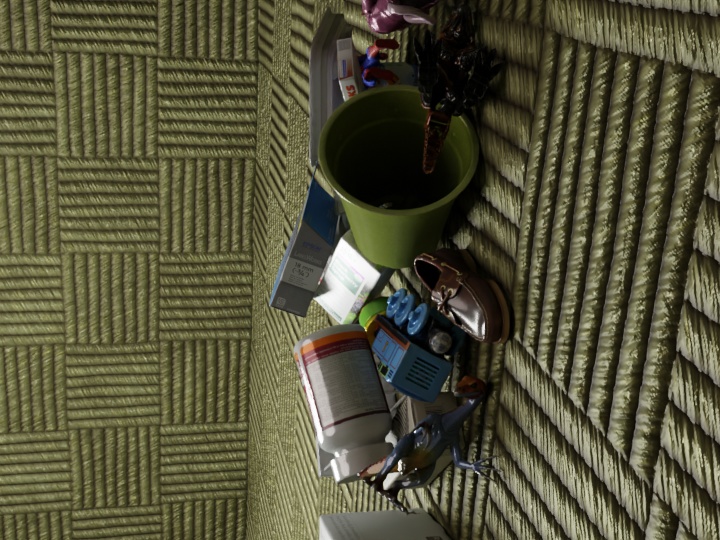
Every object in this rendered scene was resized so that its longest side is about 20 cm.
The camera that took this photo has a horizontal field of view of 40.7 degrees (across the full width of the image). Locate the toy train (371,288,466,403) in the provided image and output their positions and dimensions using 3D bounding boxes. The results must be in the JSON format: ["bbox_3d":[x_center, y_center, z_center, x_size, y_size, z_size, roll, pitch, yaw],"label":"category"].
[{"bbox_3d":[0.067,0.096,1.293,0.115,0.086,0.200,-60,16,1],"label":"toy train"}]

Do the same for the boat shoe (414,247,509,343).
[{"bbox_3d":[0.118,0.031,1.171,0.200,0.069,0.071,-123,36,-64],"label":"boat shoe"}]

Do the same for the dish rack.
[{"bbox_3d":[-0.042,-0.271,1.443,0.172,0.043,0.202,-75,-11,-52],"label":"dish rack"}]

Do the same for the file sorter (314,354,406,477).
[{"bbox_3d":[0.005,0.209,1.523,0.125,0.137,0.202,124,143,-64],"label":"file sorter"}]

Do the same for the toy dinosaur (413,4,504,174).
[{"bbox_3d":[0.110,-0.220,1.160,0.136,0.101,0.203,115,148,-83],"label":"toy dinosaur"}]

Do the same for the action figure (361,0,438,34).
[{"bbox_3d":[0.059,-0.343,1.249,0.200,0.133,0.151,-24,56,62],"label":"action figure"}]

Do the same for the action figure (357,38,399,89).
[{"bbox_3d":[0.013,-0.280,1.377,0.200,0.051,0.066,-172,88,-75],"label":"action figure"}]

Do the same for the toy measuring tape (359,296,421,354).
[{"bbox_3d":[0.002,0.093,1.437,0.074,0.199,0.074,58,-173,-11],"label":"toy measuring tape"}]

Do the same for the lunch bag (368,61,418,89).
[{"bbox_3d":[0.043,-0.213,1.469,0.160,0.075,0.203,-151,61,-72],"label":"lunch bag"}]

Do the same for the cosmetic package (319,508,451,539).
[{"bbox_3d":[0.035,0.456,1.346,0.165,0.163,0.203,-160,70,-75],"label":"cosmetic package"}]

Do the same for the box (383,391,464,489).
[{"bbox_3d":[0.080,0.240,1.347,0.201,0.067,0.083,113,151,-59],"label":"box"}]

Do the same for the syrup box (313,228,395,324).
[{"bbox_3d":[0.000,0.000,1.440,0.079,0.081,0.200,42,151,7],"label":"syrup box"}]

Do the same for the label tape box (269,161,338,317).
[{"bbox_3d":[-0.074,-0.051,1.491,0.145,0.063,0.202,-83,13,-60],"label":"label tape box"}]

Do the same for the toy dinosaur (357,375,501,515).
[{"bbox_3d":[0.077,0.199,1.188,0.182,0.105,0.199,-53,31,-9],"label":"toy dinosaur"}]

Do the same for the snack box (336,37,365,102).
[{"bbox_3d":[-0.001,-0.217,1.314,0.201,0.024,0.073,71,-168,-56],"label":"snack box"}]

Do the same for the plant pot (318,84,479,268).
[{"bbox_3d":[0.047,-0.102,1.266,0.191,0.197,0.202,89,173,-59],"label":"plant pot"}]

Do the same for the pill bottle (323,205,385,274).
[{"bbox_3d":[-0.011,-0.040,1.628,0.200,0.109,0.112,117,150,-62],"label":"pill bottle"}]

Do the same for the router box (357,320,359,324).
[{"bbox_3d":[-0.006,0.189,1.746,0.150,0.050,0.202,110,155,-54],"label":"router box"}]

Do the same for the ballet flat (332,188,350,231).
[{"bbox_3d":[0.000,-0.085,1.481,0.201,0.071,0.072,57,172,-12],"label":"ballet flat"}]

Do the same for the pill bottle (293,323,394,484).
[{"bbox_3d":[-0.018,0.185,1.346,0.110,0.108,0.202,120,136,-65],"label":"pill bottle"}]
